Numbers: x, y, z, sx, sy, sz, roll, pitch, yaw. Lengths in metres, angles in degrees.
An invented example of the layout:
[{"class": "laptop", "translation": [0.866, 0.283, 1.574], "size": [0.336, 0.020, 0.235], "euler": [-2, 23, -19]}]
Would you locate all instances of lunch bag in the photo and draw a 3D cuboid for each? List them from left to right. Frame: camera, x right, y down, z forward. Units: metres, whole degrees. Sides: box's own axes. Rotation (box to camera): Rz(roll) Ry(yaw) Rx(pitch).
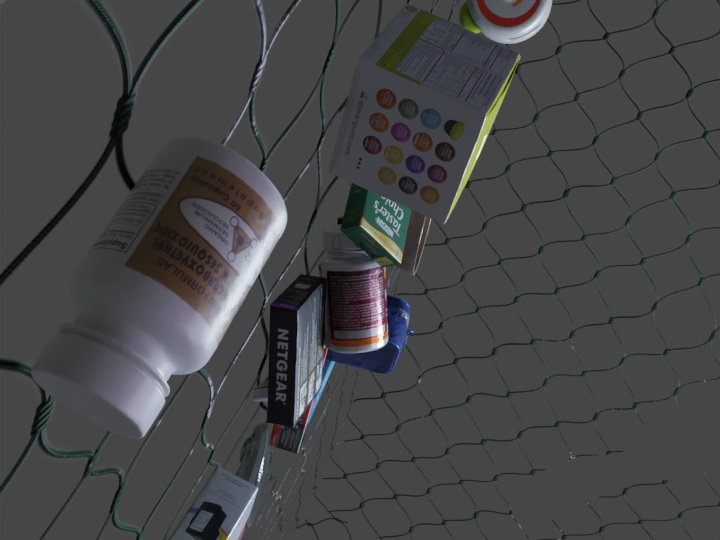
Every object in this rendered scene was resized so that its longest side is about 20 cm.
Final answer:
[{"class": "lunch bag", "translation": [0.012, 0.112, 1.840], "size": [0.136, 0.197, 0.134], "euler": [109, -4, -54]}]

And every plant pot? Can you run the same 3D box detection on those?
[{"class": "plant pot", "translation": [0.068, -0.106, 1.767], "size": [0.200, 0.133, 0.203], "euler": [15, 90, -83]}]

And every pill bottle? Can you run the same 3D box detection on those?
[{"class": "pill bottle", "translation": [-0.144, 0.012, 0.651], "size": [0.115, 0.113, 0.201], "euler": [102, 14, -62]}, {"class": "pill bottle", "translation": [-0.012, 0.027, 1.507], "size": [0.114, 0.113, 0.203], "euler": [-44, 133, -72]}]

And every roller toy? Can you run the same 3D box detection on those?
[{"class": "roller toy", "translation": [0.317, -0.584, 1.899], "size": [0.202, 0.181, 0.140], "euler": [-67, 172, 12]}]

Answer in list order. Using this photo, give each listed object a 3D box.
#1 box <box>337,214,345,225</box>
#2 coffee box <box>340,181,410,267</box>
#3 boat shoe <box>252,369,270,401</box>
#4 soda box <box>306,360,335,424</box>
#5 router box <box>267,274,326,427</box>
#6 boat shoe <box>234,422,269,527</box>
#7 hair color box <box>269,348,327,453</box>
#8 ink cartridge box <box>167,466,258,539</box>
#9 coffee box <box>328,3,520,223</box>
[{"class": "box", "translation": [0.000, 0.000, 1.636], "size": [0.141, 0.078, 0.203], "euler": [-54, 148, -79]}, {"class": "coffee box", "translation": [0.036, -0.121, 1.454], "size": [0.123, 0.044, 0.202], "euler": [42, 50, -41]}, {"class": "boat shoe", "translation": [-0.136, 0.193, 1.572], "size": [0.200, 0.071, 0.067], "euler": [10, 74, -70]}, {"class": "soda box", "translation": [-0.107, 0.233, 1.928], "size": [0.068, 0.064, 0.202], "euler": [-25, 138, -79]}, {"class": "router box", "translation": [-0.101, 0.125, 1.435], "size": [0.149, 0.050, 0.203], "euler": [-50, 145, -67]}, {"class": "boat shoe", "translation": [-0.205, 0.362, 1.612], "size": [0.075, 0.064, 0.204], "euler": [91, 8, -51]}, {"class": "hair color box", "translation": [-0.118, 0.238, 1.730], "size": [0.201, 0.060, 0.102], "euler": [-76, -178, -46]}, {"class": "ink cartridge box", "translation": [-0.253, 0.444, 1.434], "size": [0.200, 0.082, 0.147], "euler": [-58, 171, -53]}, {"class": "coffee box", "translation": [0.096, -0.233, 1.323], "size": [0.201, 0.196, 0.201], "euler": [-58, 170, -47]}]
